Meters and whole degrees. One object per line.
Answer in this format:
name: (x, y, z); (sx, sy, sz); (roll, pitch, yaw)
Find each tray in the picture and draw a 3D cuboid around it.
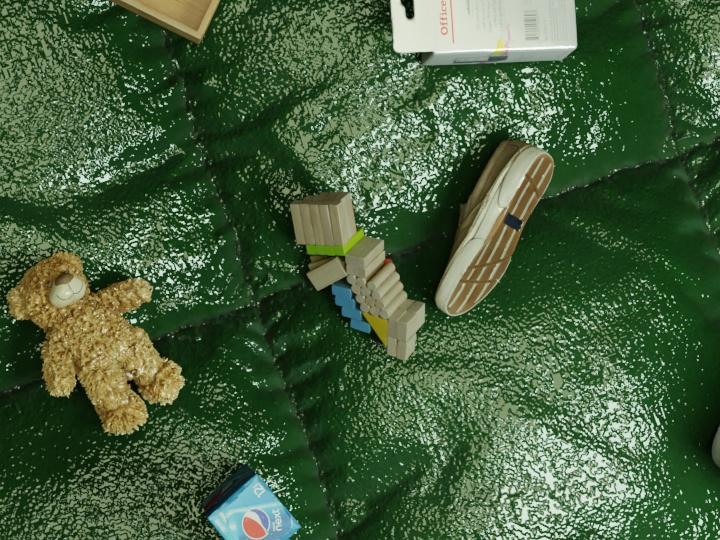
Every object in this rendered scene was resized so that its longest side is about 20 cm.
tray: (-0.237, -0.325, 1.692); (0.199, 0.037, 0.099); (25, 83, -5)

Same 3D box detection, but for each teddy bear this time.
teddy bear: (-0.266, 0.070, 1.644); (0.144, 0.067, 0.201); (-22, 90, -11)

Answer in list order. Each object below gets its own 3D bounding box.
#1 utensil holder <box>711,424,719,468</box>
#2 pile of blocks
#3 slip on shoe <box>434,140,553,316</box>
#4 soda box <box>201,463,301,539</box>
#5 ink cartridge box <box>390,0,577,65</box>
utensil holder: (0.497, 0.199, 1.694); (0.200, 0.170, 0.170); (40, 82, -5)
pile of blocks: (0.000, 0.000, 1.699); (0.201, 0.082, 0.062); (59, 38, -10)
slip on shoe: (0.129, -0.048, 1.715); (0.060, 0.076, 0.201); (29, 91, 35)
soda box: (-0.109, 0.238, 1.587); (0.064, 0.200, 0.068); (-41, 92, -8)
ink cartridge box: (0.123, -0.282, 1.723); (0.198, 0.067, 0.118); (-3, 87, -9)
